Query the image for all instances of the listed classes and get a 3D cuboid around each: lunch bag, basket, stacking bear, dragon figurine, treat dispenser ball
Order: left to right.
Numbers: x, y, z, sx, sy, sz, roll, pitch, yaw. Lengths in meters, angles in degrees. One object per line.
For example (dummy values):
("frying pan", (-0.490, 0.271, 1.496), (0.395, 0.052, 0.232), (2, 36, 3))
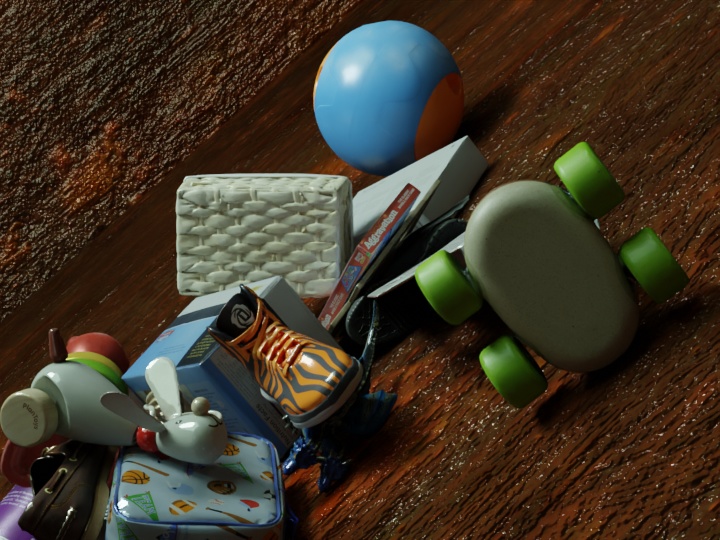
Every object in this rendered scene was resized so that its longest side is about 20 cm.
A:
("stacking bear", (-0.296, 0.138, 1.516), (0.200, 0.120, 0.114), (-90, 19, -63))
("lunch bag", (-0.136, 0.205, 1.222), (0.159, 0.076, 0.200), (5, 18, -7))
("basket", (-0.110, -0.036, 1.595), (0.198, 0.137, 0.123), (0, 8, 3))
("dragon figurine", (-0.009, 0.117, 1.294), (0.200, 0.059, 0.099), (-51, 21, -22))
("treat dispenser ball", (0.037, -0.225, 1.863), (0.200, 0.201, 0.201), (-36, 16, 12))

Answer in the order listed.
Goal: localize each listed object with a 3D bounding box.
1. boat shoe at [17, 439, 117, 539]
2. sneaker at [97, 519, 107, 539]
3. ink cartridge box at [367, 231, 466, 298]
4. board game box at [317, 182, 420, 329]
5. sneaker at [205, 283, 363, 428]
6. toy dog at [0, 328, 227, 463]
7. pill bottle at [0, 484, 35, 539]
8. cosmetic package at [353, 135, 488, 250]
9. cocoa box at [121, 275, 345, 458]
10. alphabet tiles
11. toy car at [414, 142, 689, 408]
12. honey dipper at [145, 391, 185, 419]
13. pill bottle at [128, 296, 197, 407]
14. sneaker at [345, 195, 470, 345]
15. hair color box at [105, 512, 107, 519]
("boat shoe", (-0.256, 0.182, 1.248), (0.071, 0.070, 0.200), (-64, 11, 10))
("sneaker", (-0.199, 0.263, 1.260), (0.087, 0.075, 0.199), (-32, 42, -33))
("ink cartridge box", (0.093, -0.007, 1.318), (0.176, 0.045, 0.200), (-34, 1, -2))
("board game box", (0.000, 0.000, 1.479), (0.103, 0.019, 0.200), (-53, -4, -37))
("sneaker", (-0.079, 0.073, 1.262), (0.078, 0.112, 0.200), (-50, 20, -17))
("toy dog", (-0.211, 0.105, 1.233), (0.198, 0.097, 0.132), (3, 13, -1))
("pill bottle", (-0.335, 0.276, 1.508), (0.112, 0.113, 0.200), (-22, 24, 47))
("cosmetic package", (0.044, -0.069, 1.698), (0.199, 0.052, 0.151), (-24, 24, 44))
("cocoa box", (-0.128, 0.106, 1.461), (0.131, 0.134, 0.199), (-49, 18, -28))
("alphabet tiles", (0.011, 0.011, 1.511), (0.200, 0.008, 0.167), (-52, -5, -32))
("toy car", (0.151, -0.007, 1.140), (0.164, 0.158, 0.200), (-37, 4, 11))
("honey dipper", (-0.173, 0.201, 1.341), (0.038, 0.038, 0.201), (-33, 49, 22))
("pill bottle", (-0.183, 0.098, 1.660), (0.106, 0.106, 0.200), (-16, 28, 54))
("sneaker", (0.059, 0.000, 1.472), (0.200, 0.060, 0.104), (-44, 8, -5))
("hair color box", (-0.246, 0.287, 1.371), (0.111, 0.064, 0.200), (-15, 30, 54))
